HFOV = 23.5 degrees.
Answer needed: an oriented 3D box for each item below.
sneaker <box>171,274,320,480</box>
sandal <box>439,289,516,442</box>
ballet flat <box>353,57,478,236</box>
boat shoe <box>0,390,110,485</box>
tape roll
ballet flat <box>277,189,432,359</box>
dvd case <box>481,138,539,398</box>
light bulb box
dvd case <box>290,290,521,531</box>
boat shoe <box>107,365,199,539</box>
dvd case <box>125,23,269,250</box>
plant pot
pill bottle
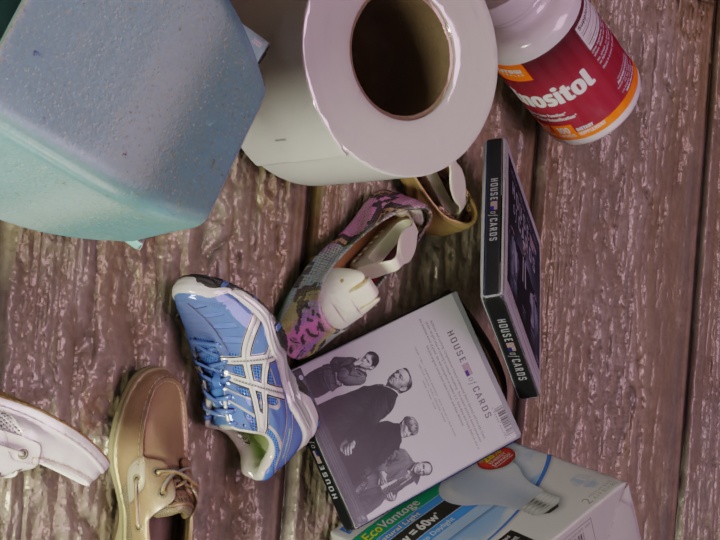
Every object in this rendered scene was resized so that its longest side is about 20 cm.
[{"bbox_3d":[-0.099,0.088,1.419,0.077,0.075,0.200,-55,128,-37],"label":"sneaker"},{"bbox_3d":[0.103,0.115,1.664,0.054,0.082,0.201,-21,120,-15],"label":"sandal"},{"bbox_3d":[0.055,-0.118,1.592,0.069,0.063,0.200,-53,128,-33],"label":"ballet flat"},{"bbox_3d":[-0.270,0.120,1.239,0.200,0.071,0.070,33,69,-35],"label":"boat shoe"},{"bbox_3d":[-0.004,-0.174,1.440,0.202,0.139,0.204,0,90,-35],"label":"tape roll"},{"bbox_3d":[0.000,0.000,1.530,0.200,0.071,0.069,-51,128,-33],"label":"ballet flat"},{"bbox_3d":[0.144,-0.003,1.638,0.151,0.025,0.201,66,22,-45],"label":"dvd case"},{"bbox_3d":[0.116,0.261,1.552,0.198,0.199,0.125,-32,119,-32],"label":"light bulb box"},{"bbox_3d":[0.038,0.123,1.551,0.199,0.025,0.151,-24,90,-32],"label":"dvd case"},{"bbox_3d":[-0.155,0.177,1.369,0.071,0.064,0.201,1,92,-48],"label":"boat shoe"},{"bbox_3d":[-0.175,-0.136,1.308,0.146,0.022,0.201,35,67,-10],"label":"dvd case"},{"bbox_3d":[-0.186,-0.122,1.192,0.200,0.195,0.197,36,65,-28],"label":"plant pot"},{"bbox_3d":[0.183,-0.223,1.695,0.200,0.113,0.113,44,60,-39],"label":"pill bottle"}]
